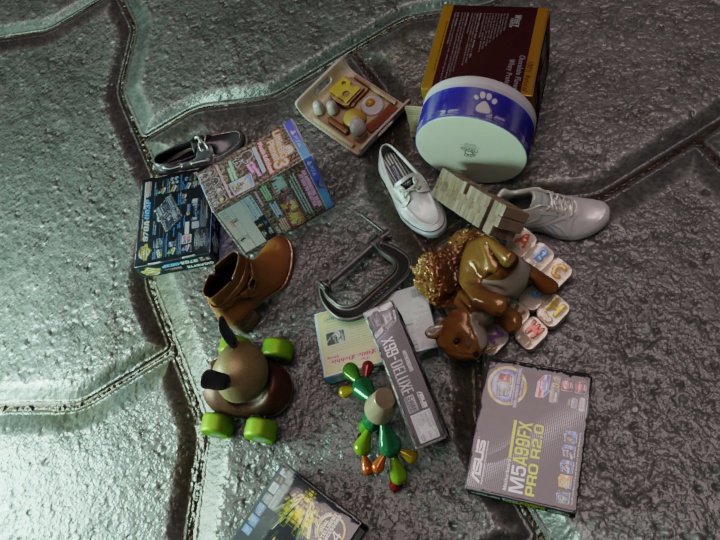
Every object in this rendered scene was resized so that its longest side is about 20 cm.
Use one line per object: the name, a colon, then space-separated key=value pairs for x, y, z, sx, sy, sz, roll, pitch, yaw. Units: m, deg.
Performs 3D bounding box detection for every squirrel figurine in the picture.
squirrel figurine: x=0.171 y=0.039 z=1.112 sx=0.200 sy=0.140 sz=0.189 roll=40 pitch=101 yaw=43

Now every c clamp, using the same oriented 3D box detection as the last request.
c clamp: x=0.000 y=0.000 z=1.222 sx=0.169 sy=0.027 sz=0.200 roll=30 pitch=63 yaw=33

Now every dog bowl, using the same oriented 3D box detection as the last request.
dog bowl: x=0.195 y=-0.235 z=1.203 sx=0.196 sy=0.201 sz=0.080 roll=10 pitch=68 yaw=19

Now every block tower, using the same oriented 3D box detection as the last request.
block tower: x=0.191 y=-0.112 z=1.172 sx=0.200 sy=0.057 sz=0.055 roll=45 pitch=117 yaw=55

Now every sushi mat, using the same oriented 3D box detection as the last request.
sushi mat: x=0.179 y=-0.262 z=1.280 sx=0.196 sy=0.096 sz=0.012 roll=10 pitch=66 yaw=20

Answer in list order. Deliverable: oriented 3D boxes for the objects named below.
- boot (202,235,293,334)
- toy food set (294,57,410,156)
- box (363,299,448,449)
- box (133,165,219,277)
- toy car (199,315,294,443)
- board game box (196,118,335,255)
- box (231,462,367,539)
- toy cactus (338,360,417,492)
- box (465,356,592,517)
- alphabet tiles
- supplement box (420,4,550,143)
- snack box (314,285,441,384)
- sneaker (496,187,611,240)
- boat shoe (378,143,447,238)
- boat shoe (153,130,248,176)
boot: x=-0.193 y=-0.002 z=1.216 sx=0.076 sy=0.156 sz=0.202 roll=25 pitch=72 yaw=25
toy food set: x=-0.017 y=-0.328 z=1.386 sx=0.199 sy=0.061 sz=0.144 roll=39 pitch=79 yaw=27
box: x=0.070 y=0.156 z=1.038 sx=0.049 sy=0.158 sz=0.203 roll=-23 pitch=76 yaw=3
box: x=-0.351 y=-0.097 z=1.369 sx=0.155 sy=0.046 sz=0.204 roll=-10 pitch=62 yaw=10
toy car: x=-0.202 y=0.161 z=1.111 sx=0.154 sy=0.201 sz=0.168 roll=2 pitch=64 yaw=15
board game box: x=-0.167 y=-0.147 z=1.279 sx=0.197 sy=0.160 sz=0.098 roll=-29 pitch=60 yaw=-2
box: x=-0.107 y=0.417 z=1.045 sx=0.160 sy=0.049 sz=0.201 roll=28 pitch=75 yaw=28
toy cactus: x=0.032 y=0.217 z=1.051 sx=0.100 sy=0.166 sz=0.204 roll=-9 pitch=65 yaw=-13
box: x=0.249 y=0.241 z=1.040 sx=0.157 sy=0.044 sz=0.204 roll=8 pitch=66 yaw=18
alphabet tiles: x=0.239 y=0.032 z=1.151 sx=0.195 sy=0.015 sz=0.200 roll=-44 pitch=61 yaw=0
supplement box: x=0.234 y=-0.360 z=1.293 sx=0.196 sy=0.133 sz=0.201 roll=8 pitch=66 yaw=19
snack box: x=0.027 y=0.105 z=1.171 sx=0.196 sy=0.037 sz=0.118 roll=-16 pitch=60 yaw=7
sneaker: x=0.315 y=-0.098 z=1.173 sx=0.196 sy=0.081 sz=0.072 roll=1 pitch=62 yaw=14
boat shoe: x=0.083 y=-0.144 z=1.263 sx=0.073 sy=0.067 sz=0.201 roll=-35 pitch=61 yaw=-4
boat shoe: x=-0.323 y=-0.237 z=1.421 sx=0.196 sy=0.063 sz=0.074 roll=-22 pitch=60 yaw=3
